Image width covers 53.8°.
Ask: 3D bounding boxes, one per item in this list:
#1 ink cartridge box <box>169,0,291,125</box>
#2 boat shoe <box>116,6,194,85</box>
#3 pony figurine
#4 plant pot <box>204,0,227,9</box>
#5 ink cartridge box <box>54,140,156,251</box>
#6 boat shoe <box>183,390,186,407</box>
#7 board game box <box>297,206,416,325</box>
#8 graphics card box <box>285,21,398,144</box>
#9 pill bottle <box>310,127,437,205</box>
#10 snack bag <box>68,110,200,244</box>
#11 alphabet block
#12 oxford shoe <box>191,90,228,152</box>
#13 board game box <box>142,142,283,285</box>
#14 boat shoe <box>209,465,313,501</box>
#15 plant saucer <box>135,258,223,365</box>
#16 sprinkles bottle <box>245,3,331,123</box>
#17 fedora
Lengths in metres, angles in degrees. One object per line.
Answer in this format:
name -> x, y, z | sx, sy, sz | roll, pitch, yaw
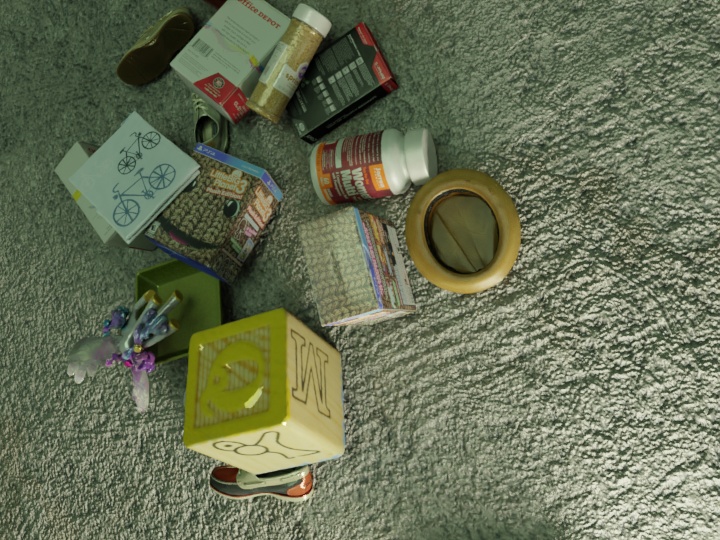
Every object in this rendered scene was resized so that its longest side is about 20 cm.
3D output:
ink cartridge box -> -0.224, -0.395, 1.306 | 0.145, 0.083, 0.200 | 39, 84, 19
boat shoe -> -0.409, -0.451, 1.422 | 0.199, 0.072, 0.065 | -36, 38, 20
pony figurine -> -0.407, 0.133, 1.260 | 0.200, 0.194, 0.166 | -41, 117, 12
plant pot -> -0.282, -0.590, 1.298 | 0.199, 0.195, 0.203 | -5, 77, 25
ink cartridge box -> -0.475, -0.143, 1.379 | 0.083, 0.145, 0.200 | -44, 72, 14
boat shoe -> -0.270, 0.190, 1.307 | 0.202, 0.086, 0.075 | -43, 73, 13
board game box -> 0.000, 0.000, 1.145 | 0.096, 0.200, 0.161 | -18, 80, 19
graphics card box -> -0.045, -0.333, 1.273 | 0.199, 0.051, 0.126 | -30, 76, 16
pill bottle -> 0.024, -0.178, 1.204 | 0.198, 0.109, 0.111 | -7, 84, 21
snack bag -> -0.414, -0.172, 1.285 | 0.200, 0.021, 0.189 | 39, 82, 21
alphabet block -> -0.153, 0.206, 1.169 | 0.194, 0.200, 0.198 | -17, 57, 18
oxford shoe -> -0.296, -0.321, 1.368 | 0.074, 0.058, 0.202 | -11, 81, 23
board game box -> -0.265, -0.103, 1.290 | 0.158, 0.097, 0.201 | 23, 77, 21
boat shoe -> -0.180, 0.364, 1.260 | 0.198, 0.071, 0.063 | 0, 119, 17
plant saucer -> -0.334, 0.074, 1.341 | 0.198, 0.048, 0.202 | -17, 66, 21
sprinkles bottle -> -0.127, -0.362, 1.247 | 0.068, 0.068, 0.201 | 33, 97, 20
fedora -> 0.170, -0.061, 1.153 | 0.198, 0.082, 0.203 | -1, 87, 21
